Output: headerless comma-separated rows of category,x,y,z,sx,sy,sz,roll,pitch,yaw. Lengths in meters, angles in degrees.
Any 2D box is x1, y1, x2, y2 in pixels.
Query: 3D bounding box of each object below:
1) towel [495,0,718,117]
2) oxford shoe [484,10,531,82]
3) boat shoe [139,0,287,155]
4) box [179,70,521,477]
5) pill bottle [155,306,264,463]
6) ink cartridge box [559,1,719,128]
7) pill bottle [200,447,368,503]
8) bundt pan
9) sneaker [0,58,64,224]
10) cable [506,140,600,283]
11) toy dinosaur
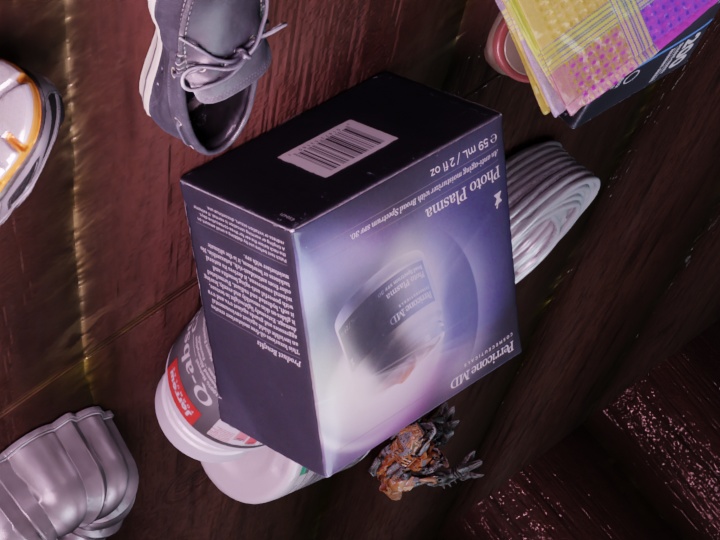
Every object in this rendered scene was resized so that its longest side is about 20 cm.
towel,0.182,-0.215,1.494,0.200,0.144,0.023,-37,-149,-12
oxford shoe,0.160,-0.220,1.544,0.200,0.070,0.075,-43,-163,-6
boat shoe,-0.079,-0.129,1.172,0.075,0.062,0.200,-31,162,-25
box,0.000,0.000,1.467,0.200,0.123,0.199,-31,129,-33
pill bottle,-0.084,0.072,1.647,0.116,0.116,0.200,-30,170,-34
ink cartridge box,0.267,-0.225,1.808,0.200,0.043,0.198,-34,164,-28
pill bottle,-0.052,0.137,1.956,0.113,0.113,0.200,-47,163,28
bundt pan,-0.258,0.200,1.699,0.202,0.076,0.202,-37,165,-12
sneaker,-0.220,-0.028,1.098,0.200,0.078,0.077,-43,175,18
cable,0.129,-0.036,1.981,0.200,0.069,0.200,-31,163,-35
toy dinosaur,0.065,0.231,2.652,0.136,0.102,0.200,-17,176,-22
